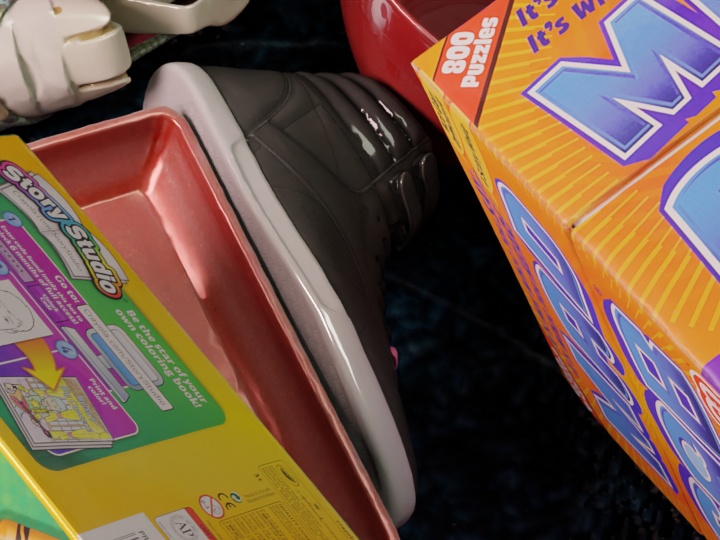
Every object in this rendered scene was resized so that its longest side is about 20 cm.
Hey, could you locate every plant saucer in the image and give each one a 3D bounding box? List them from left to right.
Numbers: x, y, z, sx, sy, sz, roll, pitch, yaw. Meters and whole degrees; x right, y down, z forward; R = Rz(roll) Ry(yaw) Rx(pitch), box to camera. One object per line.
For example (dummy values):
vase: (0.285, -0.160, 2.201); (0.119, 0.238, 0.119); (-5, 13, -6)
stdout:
plant saucer: (-0.116, 0.054, 0.812); (0.199, 0.037, 0.200); (-18, 65, -22)

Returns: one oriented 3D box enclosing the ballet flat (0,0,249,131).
ballet flat: (-0.097, -0.103, 0.908); (0.071, 0.069, 0.200); (25, 47, 36)

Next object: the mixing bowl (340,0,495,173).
mixing bowl: (0.069, -0.108, 0.962); (0.199, 0.108, 0.201); (11, 52, -14)

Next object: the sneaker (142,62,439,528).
sneaker: (0.000, 0.000, 0.885); (0.099, 0.071, 0.200); (-12, 64, -32)

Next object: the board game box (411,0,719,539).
board game box: (0.175, -0.014, 0.801); (0.200, 0.200, 0.200); (-36, 50, -5)

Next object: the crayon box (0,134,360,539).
crayon box: (-0.101, 0.047, 0.732); (0.200, 0.058, 0.119); (48, 27, 18)
